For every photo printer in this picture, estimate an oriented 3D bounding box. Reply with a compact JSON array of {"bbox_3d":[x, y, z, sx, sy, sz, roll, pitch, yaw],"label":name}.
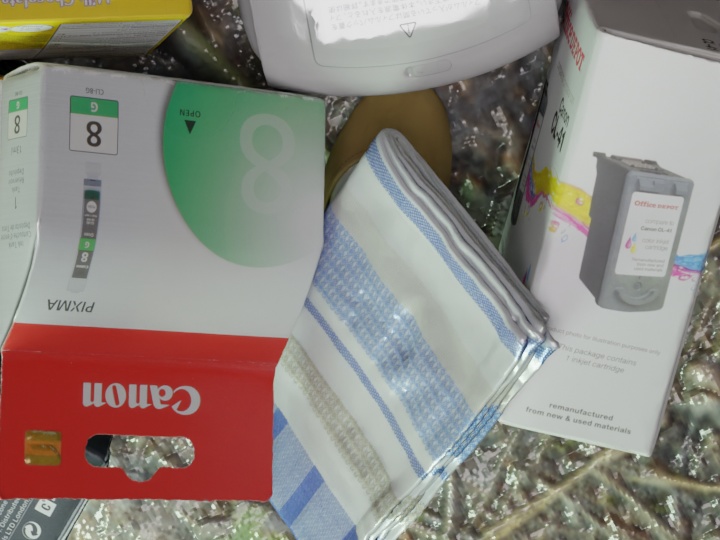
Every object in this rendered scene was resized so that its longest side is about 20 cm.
[{"bbox_3d":[0.012,-0.187,1.199,0.165,0.070,0.202,-10,109,3],"label":"photo printer"}]

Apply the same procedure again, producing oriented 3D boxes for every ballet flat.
[{"bbox_3d":[0.000,0.000,1.265,0.068,0.063,0.201,17,108,-6],"label":"ballet flat"}]

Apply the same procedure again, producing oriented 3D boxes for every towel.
[{"bbox_3d":[0.003,0.047,1.207,0.147,0.024,0.200,54,125,26],"label":"towel"}]

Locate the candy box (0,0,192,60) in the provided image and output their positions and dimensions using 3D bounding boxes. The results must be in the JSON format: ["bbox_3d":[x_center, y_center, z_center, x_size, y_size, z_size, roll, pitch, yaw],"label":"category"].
[{"bbox_3d":[-0.187,-0.119,1.164,0.198,0.102,0.027,-3,88,-17],"label":"candy box"}]

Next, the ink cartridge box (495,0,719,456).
[{"bbox_3d":[0.124,-0.032,1.210,0.085,0.148,0.202,11,107,-4],"label":"ink cartridge box"}]

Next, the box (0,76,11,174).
[{"bbox_3d":[-0.129,-0.034,1.217,0.199,0.041,0.120,1,97,-37],"label":"box"}]

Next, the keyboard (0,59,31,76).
[{"bbox_3d":[-0.195,-0.078,1.264,0.199,0.040,0.104,33,129,-11],"label":"keyboard"}]

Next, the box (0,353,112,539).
[{"bbox_3d":[-0.229,0.063,1.243,0.199,0.149,0.108,29,106,-9],"label":"box"}]

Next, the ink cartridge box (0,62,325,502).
[{"bbox_3d":[-0.095,0.009,1.175,0.160,0.050,0.202,4,82,-35],"label":"ink cartridge box"}]
